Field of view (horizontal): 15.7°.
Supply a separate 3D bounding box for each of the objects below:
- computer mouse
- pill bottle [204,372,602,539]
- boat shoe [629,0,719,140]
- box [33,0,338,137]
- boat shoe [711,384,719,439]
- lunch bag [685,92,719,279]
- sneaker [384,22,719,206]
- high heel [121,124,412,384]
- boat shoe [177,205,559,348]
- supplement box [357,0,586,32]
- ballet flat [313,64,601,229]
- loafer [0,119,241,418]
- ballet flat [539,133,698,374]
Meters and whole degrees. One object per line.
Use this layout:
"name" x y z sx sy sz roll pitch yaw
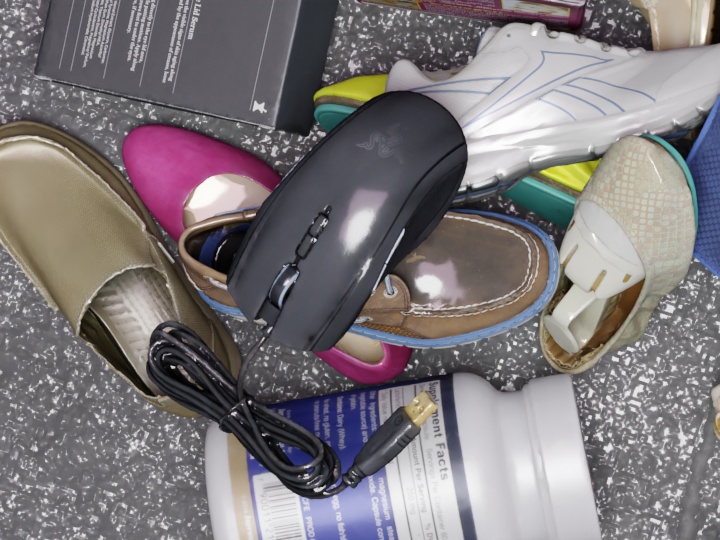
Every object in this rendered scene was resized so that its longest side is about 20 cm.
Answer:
"computer mouse" -0.005 0.012 1.271 0.140 0.046 0.200 43 92 19
"pill bottle" 0.024 0.118 1.400 0.200 0.116 0.116 -9 91 4
"boat shoe" 0.165 -0.170 1.407 0.065 0.072 0.200 1 93 17
"box" -0.080 -0.185 1.409 0.141 0.079 0.200 14 93 16
"boat shoe" 0.223 0.075 1.410 0.069 0.074 0.200 20 84 6
"lunch bag" 0.262 -0.054 1.311 0.136 0.132 0.200 48 129 35
"sneaker" 0.104 -0.093 1.349 0.200 0.075 0.087 -14 85 3
"high heel" -0.054 -0.010 1.411 0.200 0.096 0.067 45 94 2
"boat shoe" 0.000 0.000 1.335 0.200 0.072 0.072 -3 78 19
"supplement box" 0.059 -0.186 1.346 0.131 0.200 0.103 9 92 3
"ballet flat" 0.075 -0.075 1.424 0.200 0.067 0.067 22 72 0
"loafer" -0.140 -0.003 1.431 0.076 0.067 0.200 -44 89 4
"ballet flat" 0.130 0.001 1.349 0.062 0.200 0.067 -40 70 -20
